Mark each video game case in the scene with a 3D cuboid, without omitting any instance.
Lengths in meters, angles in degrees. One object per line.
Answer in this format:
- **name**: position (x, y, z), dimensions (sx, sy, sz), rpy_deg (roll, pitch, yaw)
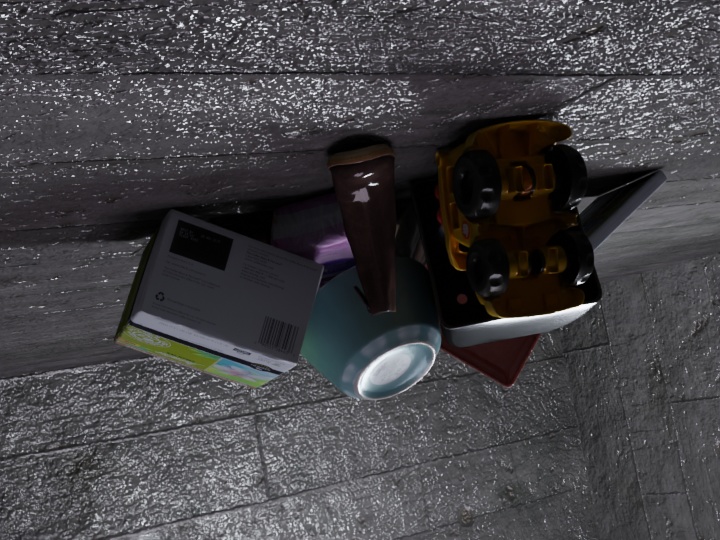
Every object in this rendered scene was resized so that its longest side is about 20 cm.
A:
- **video game case**: position (0.358, -0.068, 1.677), dimensions (0.200, 0.022, 0.182), rpy_deg (-41, -175, -22)

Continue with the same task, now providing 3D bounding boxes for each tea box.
- **tea box**: position (-0.178, 0.042, 1.337), dimensions (0.198, 0.135, 0.197), rpy_deg (20, 161, -14)

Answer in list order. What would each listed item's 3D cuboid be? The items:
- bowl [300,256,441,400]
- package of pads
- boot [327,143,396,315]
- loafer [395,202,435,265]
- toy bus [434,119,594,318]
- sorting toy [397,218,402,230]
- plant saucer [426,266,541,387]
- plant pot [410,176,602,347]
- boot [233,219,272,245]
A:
- **bowl**: position (0.024, 0.088, 1.382), dimensions (0.199, 0.105, 0.202), rpy_deg (-21, 145, -15)
- **package of pads**: position (-0.025, -0.022, 1.388), dimensions (0.119, 0.076, 0.200), rpy_deg (-11, 150, 15)
- **boot**: position (0.016, -0.039, 1.160), dimensions (0.072, 0.168, 0.200), rpy_deg (-11, 173, 2)
- **loafer**: position (0.068, 0.007, 1.502), dimensions (0.062, 0.202, 0.072), rpy_deg (18, -176, -21)
- **toy bus**: position (0.147, -0.051, 1.196), dimensions (0.134, 0.203, 0.192), rpy_deg (-7, 180, -25)
- **sorting toy**: position (0.000, 0.000, 1.593), dimensions (0.178, 0.202, 0.107), rpy_deg (4, -158, -13)
- **plant saucer**: position (0.173, 0.030, 1.531), dimensions (0.199, 0.201, 0.037), rpy_deg (29, -177, 11)
- **plant pot**: position (0.175, -0.004, 1.399), dimensions (0.197, 0.202, 0.178), rpy_deg (-10, 158, -3)
- **boot**: position (-0.107, -0.032, 1.501), dimensions (0.198, 0.065, 0.186), rpy_deg (-9, 174, -38)
